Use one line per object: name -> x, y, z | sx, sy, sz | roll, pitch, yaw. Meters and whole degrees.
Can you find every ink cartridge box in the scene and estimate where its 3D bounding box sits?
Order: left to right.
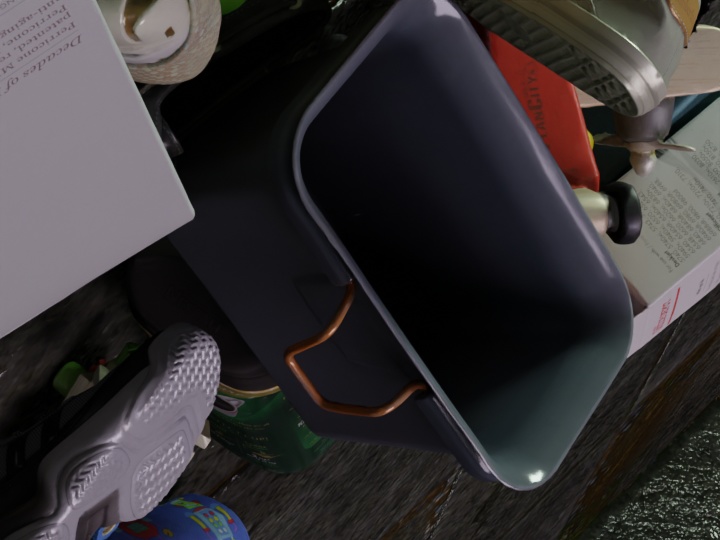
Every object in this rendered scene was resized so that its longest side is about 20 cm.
ink cartridge box -> 0.179, -0.026, 1.072 | 0.200, 0.068, 0.116 | -39, 165, -5

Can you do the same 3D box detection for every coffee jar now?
coffee jar -> -0.059, 0.033, 1.010 | 0.085, 0.104, 0.200 | -53, 165, -14

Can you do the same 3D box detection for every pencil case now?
pencil case -> -0.145, 0.197, 1.194 | 0.200, 0.078, 0.087 | -13, 111, -63

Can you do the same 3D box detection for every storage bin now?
storage bin -> 0.000, 0.000, 0.841 | 0.134, 0.200, 0.146 | -7, -143, 47

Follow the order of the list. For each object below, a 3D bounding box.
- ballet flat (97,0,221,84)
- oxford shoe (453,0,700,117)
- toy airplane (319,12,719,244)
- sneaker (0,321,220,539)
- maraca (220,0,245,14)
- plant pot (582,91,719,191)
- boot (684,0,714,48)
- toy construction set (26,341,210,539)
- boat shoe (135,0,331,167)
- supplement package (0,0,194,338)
ballet flat -> -0.088, -0.116, 0.653 | 0.200, 0.067, 0.062 | 85, 14, -55
oxford shoe -> 0.064, -0.132, 0.793 | 0.058, 0.200, 0.075 | -48, 143, -3
toy airplane -> 0.069, -0.088, 0.972 | 0.199, 0.200, 0.141 | -55, -177, -17
sneaker -> -0.158, 0.085, 0.862 | 0.200, 0.114, 0.076 | -51, 155, -11
maraca -> -0.012, -0.158, 0.715 | 0.200, 0.107, 0.137 | -27, 148, 9
plant pot -> 0.104, -0.082, 1.117 | 0.200, 0.141, 0.141 | -48, 164, 14
boot -> 0.099, -0.184, 0.803 | 0.069, 0.174, 0.200 | -40, 162, -26
toy construction set -> -0.153, 0.104, 0.971 | 0.200, 0.092, 0.131 | -42, 166, 17
boat shoe -> -0.095, -0.062, 0.788 | 0.200, 0.057, 0.069 | -46, 163, -10
supplement package -> -0.138, -0.062, 0.542 | 0.117, 0.117, 0.200 | -33, 161, -6
